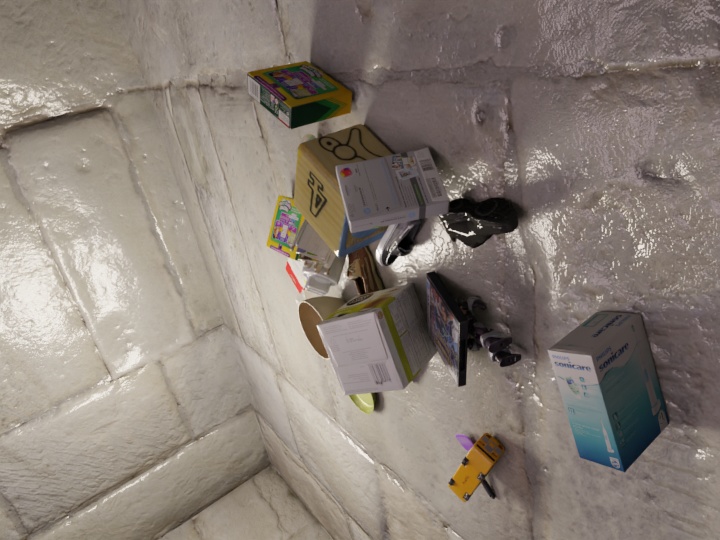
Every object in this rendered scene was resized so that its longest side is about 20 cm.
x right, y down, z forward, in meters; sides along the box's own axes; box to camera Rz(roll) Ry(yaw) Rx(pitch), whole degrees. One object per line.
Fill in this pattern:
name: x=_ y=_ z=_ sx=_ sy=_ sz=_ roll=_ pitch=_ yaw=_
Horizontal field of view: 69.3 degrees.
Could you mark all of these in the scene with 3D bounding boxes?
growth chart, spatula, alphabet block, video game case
growth chart: x=-0.124 y=-0.074 z=1.450 sx=0.199 sy=0.146 sz=0.018 roll=28 pitch=178 yaw=43
spatula: x=0.312 y=0.523 z=1.393 sx=0.056 sy=0.020 sz=0.203 roll=-22 pitch=94 yaw=58
alphabet block: x=-0.024 y=-0.188 z=1.218 sx=0.201 sy=0.193 sz=0.198 roll=50 pitch=147 yaw=26
video game case: x=0.196 y=0.131 z=1.195 sx=0.201 sy=0.025 sz=0.183 roll=-114 pitch=16 yaw=-56

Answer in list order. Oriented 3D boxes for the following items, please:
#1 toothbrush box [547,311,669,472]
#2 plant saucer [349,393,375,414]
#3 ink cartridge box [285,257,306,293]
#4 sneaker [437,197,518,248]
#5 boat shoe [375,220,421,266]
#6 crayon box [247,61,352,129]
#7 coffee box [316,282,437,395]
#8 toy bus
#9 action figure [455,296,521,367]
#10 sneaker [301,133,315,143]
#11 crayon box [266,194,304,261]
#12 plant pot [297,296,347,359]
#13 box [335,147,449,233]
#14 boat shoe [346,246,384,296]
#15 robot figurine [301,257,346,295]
toothbrush box: x=0.403 y=0.189 z=0.842 sx=0.085 sy=0.145 sz=0.203 roll=-2 pitch=112 yaw=59
plant saucer: x=-0.005 y=0.407 z=1.828 sx=0.199 sy=0.031 sz=0.203 roll=39 pitch=142 yaw=39
ink cartridge box: x=-0.186 y=-0.016 z=1.758 sx=0.117 sy=0.067 sz=0.200 roll=58 pitch=151 yaw=13
sneaker: x=0.232 y=-0.088 z=1.006 sx=0.199 sy=0.075 sz=0.092 roll=21 pitch=140 yaw=61
boat shoe: x=0.096 y=-0.065 z=1.247 sx=0.068 sy=0.071 sz=0.201 roll=52 pitch=142 yaw=23
crayon box: x=-0.146 y=-0.422 z=1.240 sx=0.200 sy=0.171 sz=0.059 roll=44 pitch=143 yaw=33
coffee box: x=0.046 y=0.173 z=1.328 sx=0.198 sy=0.197 sz=0.203 roll=-15 pitch=101 yaw=38
toy bus: x=0.290 y=0.505 z=1.326 sx=0.065 sy=0.078 sz=0.202 roll=38 pitch=135 yaw=25
action figure: x=0.257 y=0.132 z=1.129 sx=0.200 sy=0.069 sz=0.132 roll=45 pitch=156 yaw=59
sneaker: x=-0.106 y=-0.275 z=1.434 sx=0.081 sy=0.074 sz=0.203 roll=5 pitch=119 yaw=32
crayon box: x=-0.212 y=-0.135 z=1.639 sx=0.199 sy=0.058 sz=0.175 roll=24 pitch=100 yaw=51
plant pot: x=-0.093 y=0.163 z=1.675 sx=0.200 sy=0.133 sz=0.203 roll=40 pitch=144 yaw=37
box: x=0.060 y=-0.162 z=1.036 sx=0.041 sy=0.196 sz=0.158 roll=85 pitch=172 yaw=-54
boat shoe: x=0.000 y=0.000 z=1.449 sx=0.075 sy=0.073 sz=0.203 roll=-26 pitch=90 yaw=61
robot figurine: x=-0.100 y=-0.033 z=1.501 sx=0.169 sy=0.111 sz=0.203 roll=156 pitch=132 yaw=-71
